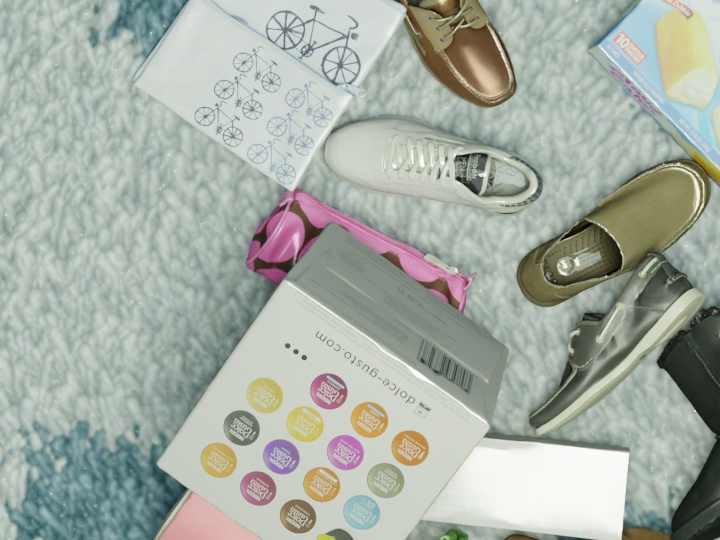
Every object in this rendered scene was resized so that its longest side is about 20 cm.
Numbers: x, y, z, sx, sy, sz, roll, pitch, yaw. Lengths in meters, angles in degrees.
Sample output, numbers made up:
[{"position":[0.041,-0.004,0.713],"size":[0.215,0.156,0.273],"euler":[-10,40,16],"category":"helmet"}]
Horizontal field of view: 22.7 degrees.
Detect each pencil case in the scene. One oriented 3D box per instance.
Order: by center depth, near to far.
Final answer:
[{"position":[0.000,0.000,1.606],"size":[0.199,0.091,0.094],"euler":[26,123,-4],"category":"pencil case"}]

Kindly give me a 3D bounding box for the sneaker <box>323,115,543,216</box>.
[{"position":[0.066,-0.097,1.608],"size":[0.199,0.081,0.077],"euler":[9,93,-1],"category":"sneaker"}]

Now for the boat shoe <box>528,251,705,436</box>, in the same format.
[{"position":[0.220,0.070,1.618],"size":[0.068,0.072,0.200],"euler":[47,109,15],"category":"boat shoe"}]

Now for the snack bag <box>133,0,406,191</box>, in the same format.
[{"position":[-0.079,-0.200,1.605],"size":[0.188,0.021,0.200],"euler":[35,90,13],"category":"snack bag"}]

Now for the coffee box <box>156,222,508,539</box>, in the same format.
[{"position":[-0.017,0.113,1.494],"size":[0.199,0.200,0.198],"euler":[35,108,-2],"category":"coffee box"}]

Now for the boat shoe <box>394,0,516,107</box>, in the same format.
[{"position":[0.071,-0.232,1.607],"size":[0.076,0.072,0.200],"euler":[-37,93,0],"category":"boat shoe"}]

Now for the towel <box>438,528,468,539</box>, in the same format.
[{"position":[0.028,0.315,1.587],"size":[0.031,0.149,0.200],"euler":[33,89,7],"category":"towel"}]

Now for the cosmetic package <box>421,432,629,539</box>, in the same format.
[{"position":[0.140,0.191,1.621],"size":[0.199,0.051,0.083],"euler":[6,90,7],"category":"cosmetic package"}]

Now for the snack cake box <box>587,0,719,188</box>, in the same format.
[{"position":[0.317,-0.170,1.621],"size":[0.200,0.067,0.115],"euler":[45,91,-3],"category":"snack cake box"}]

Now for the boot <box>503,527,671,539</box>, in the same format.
[{"position":[0.222,0.268,1.643],"size":[0.199,0.074,0.076],"euler":[17,64,0],"category":"boot"}]

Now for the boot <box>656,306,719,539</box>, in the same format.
[{"position":[0.321,0.135,1.612],"size":[0.198,0.073,0.163],"euler":[-47,60,31],"category":"boot"}]

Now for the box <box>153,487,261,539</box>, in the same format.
[{"position":[-0.074,0.251,1.589],"size":[0.200,0.128,0.109],"euler":[36,90,-3],"category":"box"}]

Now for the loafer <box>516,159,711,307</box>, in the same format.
[{"position":[0.235,-0.030,1.621],"size":[0.200,0.067,0.076],"euler":[-36,93,-1],"category":"loafer"}]
